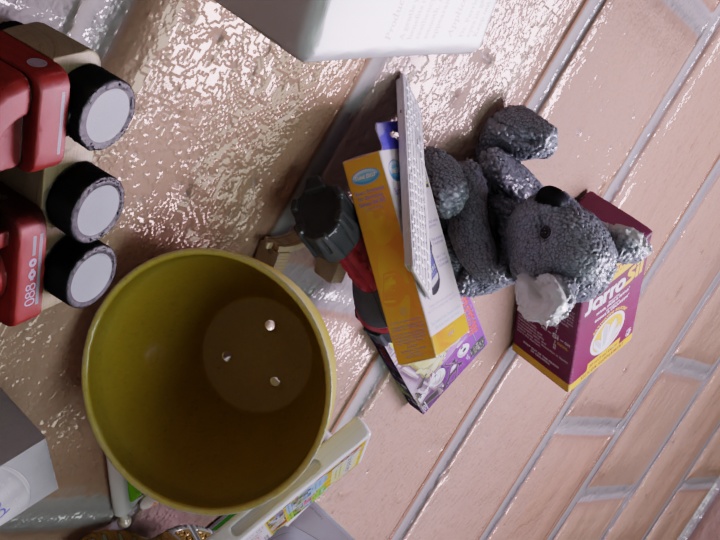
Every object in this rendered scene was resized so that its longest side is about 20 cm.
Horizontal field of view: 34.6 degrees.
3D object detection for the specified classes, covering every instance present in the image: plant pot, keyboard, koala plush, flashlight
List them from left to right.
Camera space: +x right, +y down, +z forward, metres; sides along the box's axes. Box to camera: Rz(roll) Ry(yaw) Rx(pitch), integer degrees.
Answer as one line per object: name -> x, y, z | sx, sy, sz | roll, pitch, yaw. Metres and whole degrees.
plant pot -> -0.101, 0.079, 0.930 | 0.201, 0.199, 0.142 | -60, 171, 11
flashlight -> 0.000, 0.000, 1.023 | 0.068, 0.067, 0.200 | -57, 148, -11
keyboard -> 0.047, -0.074, 0.987 | 0.011, 0.202, 0.056 | -14, 147, 20
koala plush -> 0.168, -0.030, 1.118 | 0.177, 0.199, 0.185 | -31, 133, -32

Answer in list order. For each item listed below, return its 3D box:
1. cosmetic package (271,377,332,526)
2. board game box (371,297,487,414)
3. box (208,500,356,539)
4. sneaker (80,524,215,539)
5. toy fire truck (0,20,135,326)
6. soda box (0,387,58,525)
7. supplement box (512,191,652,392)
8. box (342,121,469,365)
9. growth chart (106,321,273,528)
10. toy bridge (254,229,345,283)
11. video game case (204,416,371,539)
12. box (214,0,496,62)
cosmetic package -> -0.080, 0.171, 1.099 | 0.102, 0.074, 0.200 | -44, 156, -5
board game box -> 0.079, 0.073, 1.290 | 0.120, 0.032, 0.200 | -50, 148, -13
box -> -0.078, 0.337, 1.175 | 0.176, 0.200, 0.097 | -36, 144, -24
sneaker -> -0.195, 0.292, 1.088 | 0.199, 0.076, 0.088 | 16, 124, -36
toy fire truck -> -0.252, -0.046, 0.672 | 0.200, 0.128, 0.177 | -30, 143, -49
soda box -> -0.319, 0.171, 0.821 | 0.199, 0.068, 0.064 | -33, 143, -31
supplement box -> 0.269, 0.027, 1.423 | 0.130, 0.103, 0.201 | -34, 143, -26
box -> 0.039, -0.028, 1.006 | 0.041, 0.202, 0.119 | -17, -179, 20
growth chart -> -0.152, 0.144, 1.064 | 0.199, 0.018, 0.145 | -36, 145, -25
toy bridge -> -0.020, -0.023, 1.065 | 0.199, 0.027, 0.068 | -1, 119, -52
video game case -> -0.070, 0.202, 0.994 | 0.182, 0.023, 0.200 | -38, 169, -11
box -> -0.015, -0.255, 0.682 | 0.171, 0.200, 0.200 | -15, 133, -48
